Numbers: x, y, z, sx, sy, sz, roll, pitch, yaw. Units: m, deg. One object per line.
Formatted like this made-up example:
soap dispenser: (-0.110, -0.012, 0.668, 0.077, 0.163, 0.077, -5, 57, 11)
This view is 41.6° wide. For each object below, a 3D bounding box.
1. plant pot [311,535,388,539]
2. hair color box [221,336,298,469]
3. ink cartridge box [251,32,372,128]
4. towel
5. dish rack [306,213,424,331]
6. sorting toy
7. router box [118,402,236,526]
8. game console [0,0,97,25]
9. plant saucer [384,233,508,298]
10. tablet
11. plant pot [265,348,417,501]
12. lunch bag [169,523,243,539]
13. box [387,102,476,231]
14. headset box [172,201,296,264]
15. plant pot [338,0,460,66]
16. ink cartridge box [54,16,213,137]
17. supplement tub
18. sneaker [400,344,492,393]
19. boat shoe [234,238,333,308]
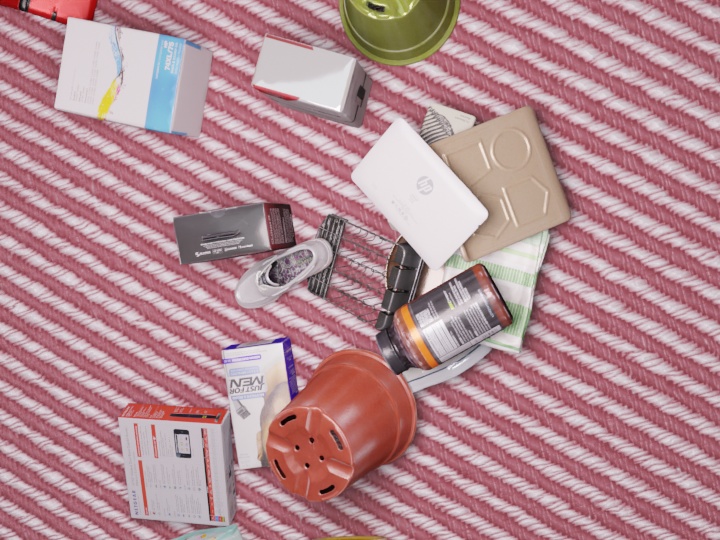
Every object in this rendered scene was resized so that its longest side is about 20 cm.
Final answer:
plant pot: (-0.017, 0.530, 1.524, 0.197, 0.201, 0.192, -4, 78, 9)
hair color box: (-0.159, 0.220, 1.577, 0.108, 0.065, 0.203, -8, 95, 9)
ink cartridge box: (-0.069, -0.287, 1.455, 0.142, 0.200, 0.085, 17, 93, 7)
towel: (0.203, 0.015, 1.482, 0.150, 0.023, 0.203, 13, 92, 10)
dish rack: (0.000, 0.000, 1.520, 0.199, 0.054, 0.156, 25, 103, 36)
sorting toy: (0.208, -0.132, 1.443, 0.198, 0.036, 0.187, -22, 93, -14)
router box: (-0.303, 0.325, 1.584, 0.176, 0.049, 0.203, 3, 113, 8)
game console: (-0.521, -0.527, 1.597, 0.170, 0.119, 0.203, 13, 98, -24)
plant saucer: (0.138, 0.010, 1.522, 0.197, 0.037, 0.204, 0, 90, 9)
tablet: (0.085, -0.113, 1.412, 0.200, 0.014, 0.130, 48, 119, 9)
plant pot: (-0.038, 0.247, 1.466, 0.198, 0.195, 0.204, 6, 105, 24)
lunch bag: (-0.257, 0.527, 1.584, 0.199, 0.121, 0.172, -24, 92, 46)
box: (0.114, -0.151, 1.483, 0.081, 0.068, 0.203, 18, 85, 10)
headset box: (-0.196, -0.059, 1.491, 0.146, 0.200, 0.079, -9, 93, 8)
plant pot: (0.050, -0.424, 1.430, 0.197, 0.190, 0.204, 1, 94, 8)
ink cartridge box: (-0.362, -0.307, 1.524, 0.197, 0.147, 0.148, 12, 97, 7)
supplement tub: (0.123, 0.080, 1.431, 0.198, 0.107, 0.108, -29, 90, 9)
sneaker: (0.114, 0.143, 1.523, 0.198, 0.073, 0.072, -26, 95, 10)
boat shoe: (-0.135, 0.009, 1.535, 0.198, 0.068, 0.073, -21, 86, 27)
